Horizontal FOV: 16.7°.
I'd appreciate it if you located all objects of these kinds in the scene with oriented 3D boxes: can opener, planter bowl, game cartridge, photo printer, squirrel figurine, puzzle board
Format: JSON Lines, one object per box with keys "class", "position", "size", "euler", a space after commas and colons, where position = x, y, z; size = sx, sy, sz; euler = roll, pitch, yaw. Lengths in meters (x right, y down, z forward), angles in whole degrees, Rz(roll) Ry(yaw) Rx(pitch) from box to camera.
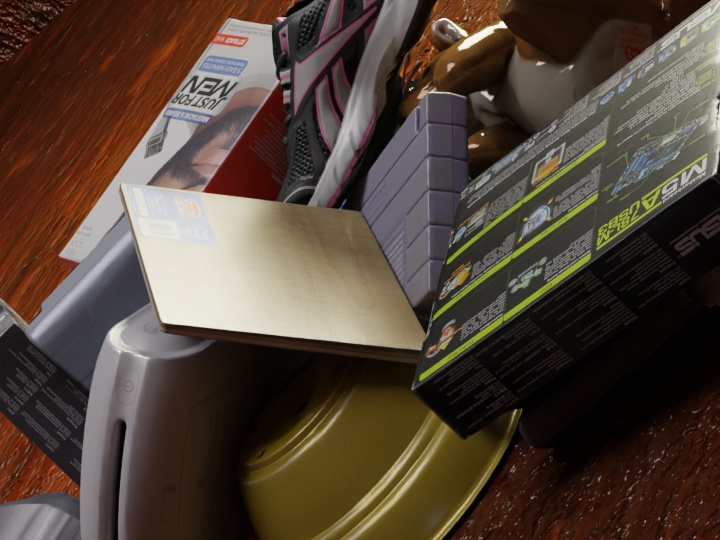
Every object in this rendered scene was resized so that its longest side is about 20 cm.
{"class": "can opener", "position": [0.154, 0.014, 1.239], "size": [0.200, 0.053, 0.066], "euler": [-42, -18, 10]}
{"class": "planter bowl", "position": [-0.008, 0.099, 1.361], "size": [0.200, 0.083, 0.200], "euler": [-42, 17, 16]}
{"class": "game cartridge", "position": [0.023, -0.007, 1.454], "size": [0.200, 0.038, 0.130], "euler": [130, 139, -64]}
{"class": "photo printer", "position": [-0.096, 0.091, 1.406], "size": [0.200, 0.069, 0.167], "euler": [-37, -43, -62]}
{"class": "game cartridge", "position": [-0.096, 0.048, 1.515], "size": [0.133, 0.200, 0.042], "euler": [-44, 36, 3]}
{"class": "squirrel figurine", "position": [0.121, -0.123, 1.491], "size": [0.200, 0.142, 0.187], "euler": [-36, 13, -29]}
{"class": "puzzle board", "position": [-0.053, 0.002, 1.381], "size": [0.200, 0.150, 0.017], "euler": [-117, 37, -64]}

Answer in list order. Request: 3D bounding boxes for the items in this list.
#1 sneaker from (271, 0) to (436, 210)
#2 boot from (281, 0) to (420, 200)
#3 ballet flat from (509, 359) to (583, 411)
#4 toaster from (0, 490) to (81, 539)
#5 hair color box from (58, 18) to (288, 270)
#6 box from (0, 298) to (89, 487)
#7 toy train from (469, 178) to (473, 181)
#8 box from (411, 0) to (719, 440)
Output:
{"class": "sneaker", "position": [-0.020, -0.121, 1.520], "size": [0.080, 0.086, 0.200], "euler": [-18, -49, -81]}
{"class": "boot", "position": [0.017, -0.135, 1.723], "size": [0.198, 0.162, 0.073], "euler": [-49, 15, -12]}
{"class": "ballet flat", "position": [0.121, 0.000, 1.293], "size": [0.200, 0.046, 0.067], "euler": [-40, 39, 2]}
{"class": "toaster", "position": [-0.206, 0.221, 1.528], "size": [0.200, 0.114, 0.129], "euler": [-17, 37, 56]}
{"class": "hair color box", "position": [-0.095, -0.064, 1.583], "size": [0.111, 0.064, 0.200], "euler": [15, 68, 54]}
{"class": "box", "position": [-0.177, 0.103, 1.574], "size": [0.050, 0.200, 0.158], "euler": [-46, 17, -5]}
{"class": "toy train", "position": [0.087, -0.065, 1.601], "size": [0.056, 0.042, 0.200], "euler": [-33, 18, 1]}
{"class": "box", "position": [0.121, -0.032, 1.230], "size": [0.200, 0.048, 0.193], "euler": [-37, 22, 29]}
